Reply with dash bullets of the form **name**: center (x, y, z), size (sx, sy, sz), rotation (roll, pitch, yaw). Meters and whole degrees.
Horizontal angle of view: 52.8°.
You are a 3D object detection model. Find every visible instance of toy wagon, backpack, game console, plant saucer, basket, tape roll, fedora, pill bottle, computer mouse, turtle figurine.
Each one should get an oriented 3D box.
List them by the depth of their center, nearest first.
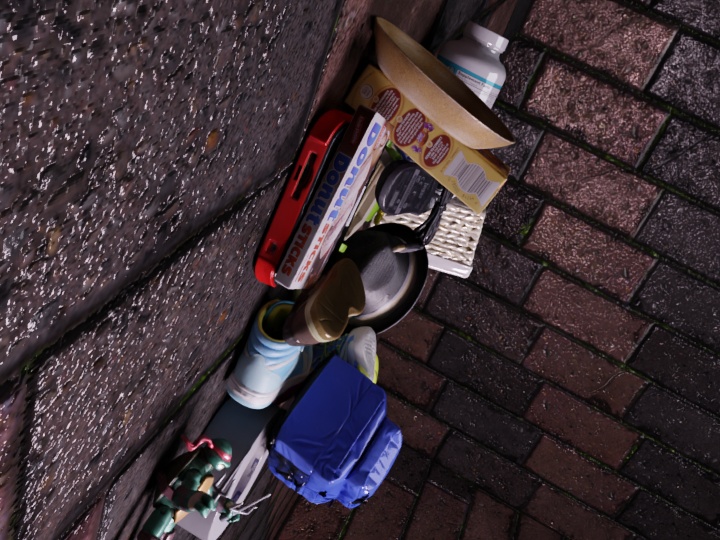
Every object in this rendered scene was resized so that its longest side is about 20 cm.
- **plant saucer**: center (0.082, -0.193, 0.783), size (0.036, 0.200, 0.200), rotation (-47, 179, 22)
- **turtle figurine**: center (-0.188, 0.259, 0.809), size (0.200, 0.100, 0.150), rotation (-48, 157, -3)
- **game console**: center (-0.041, -0.079, 0.825), size (0.203, 0.031, 0.176), rotation (-65, 165, 14)
- **toy wagon**: center (-0.002, -0.101, 0.981), size (0.157, 0.039, 0.200), rotation (-58, 166, 1)
- **computer mouse**: center (0.060, -0.089, 0.997), size (0.198, 0.046, 0.142), rotation (-9, 129, -54)
- **backpack**: center (-0.043, 0.244, 1.003), size (0.163, 0.167, 0.201), rotation (-45, 173, -28)
- **tape roll**: center (-0.182, 0.267, 1.003), size (0.203, 0.065, 0.201), rotation (-62, 172, -15)
- **fedora**: center (0.000, 0.000, 1.087), size (0.091, 0.199, 0.203), rotation (38, 78, -51)
- **pill bottle**: center (0.150, -0.270, 1.108), size (0.203, 0.109, 0.111), rotation (-65, 172, 18)
- **basket**: center (0.110, -0.092, 1.251), size (0.136, 0.196, 0.125), rotation (-80, -174, -64)

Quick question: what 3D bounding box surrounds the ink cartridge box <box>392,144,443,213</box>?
- **ink cartridge box**: center (0.097, -0.177, 1.025), size (0.093, 0.045, 0.201), rotation (-28, 140, -1)

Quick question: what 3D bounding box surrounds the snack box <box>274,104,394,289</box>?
- **snack box**: center (-0.027, -0.074, 0.775), size (0.203, 0.024, 0.072), rotation (-63, 163, 7)

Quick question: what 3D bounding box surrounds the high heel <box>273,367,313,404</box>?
- **high heel**: center (-0.090, 0.149, 1.210), size (0.201, 0.067, 0.096), rotation (-53, 179, -39)

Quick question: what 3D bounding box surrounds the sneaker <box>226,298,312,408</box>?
- **sneaker**: center (-0.093, 0.087, 0.951), size (0.132, 0.079, 0.200), rotation (-64, 174, 21)

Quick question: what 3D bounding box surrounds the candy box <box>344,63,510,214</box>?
- **candy box**: center (0.083, -0.156, 0.846), size (0.057, 0.199, 0.117), rotation (-52, 177, 18)

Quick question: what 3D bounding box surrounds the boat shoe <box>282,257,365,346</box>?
- **boat shoe**: center (-0.043, 0.036, 0.872), size (0.064, 0.075, 0.200), rotation (-19, -173, 17)

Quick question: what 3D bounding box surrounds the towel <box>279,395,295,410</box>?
- **towel**: center (-0.083, 0.208, 1.241), size (0.199, 0.032, 0.191), rotation (-37, 176, -33)

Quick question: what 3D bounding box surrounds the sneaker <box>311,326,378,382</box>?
- **sneaker**: center (-0.028, 0.132, 1.059), size (0.201, 0.103, 0.077), rotation (82, 13, -65)

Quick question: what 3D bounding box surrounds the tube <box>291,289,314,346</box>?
- **tube**: center (-0.073, 0.058, 1.061), size (0.058, 0.052, 0.201), rotation (-39, 162, -33)
